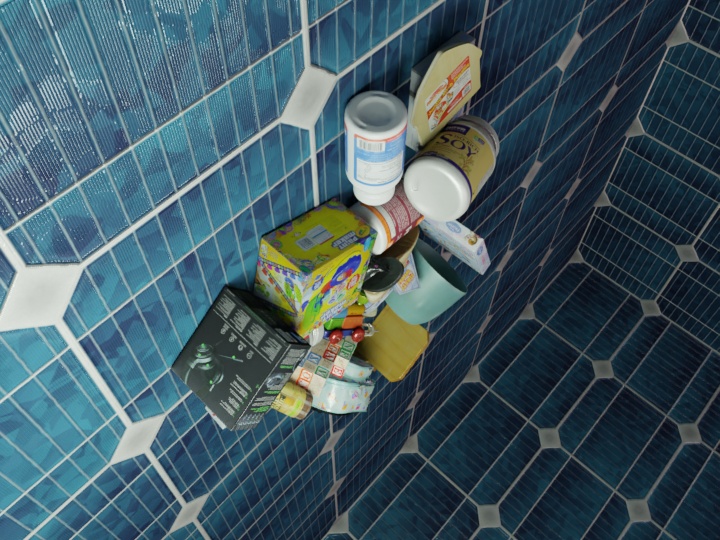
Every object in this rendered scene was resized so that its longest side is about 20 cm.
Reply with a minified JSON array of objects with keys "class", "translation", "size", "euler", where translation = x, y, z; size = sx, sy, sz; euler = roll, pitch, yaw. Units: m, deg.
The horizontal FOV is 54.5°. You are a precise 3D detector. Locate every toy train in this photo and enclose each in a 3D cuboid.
[{"class":"toy train","translation":[-0.007,0.089,1.548],"size":[0.198,0.085,0.117],"euler":[1,122,-47]}]

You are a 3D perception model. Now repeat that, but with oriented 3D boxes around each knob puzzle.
[{"class":"knob puzzle","translation":[0.155,-0.352,1.320],"size":[0.219,0.030,0.221],"euler":[-40,155,-22]}]

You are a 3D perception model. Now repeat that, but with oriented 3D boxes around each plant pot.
[{"class":"plant pot","translation":[0.150,0.040,1.801],"size":[0.161,0.201,0.200],"euler":[-46,160,15]}]

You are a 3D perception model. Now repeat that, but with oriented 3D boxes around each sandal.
[{"class":"sandal","translation":[-0.001,0.001,1.445],"size":[0.048,0.198,0.076],"euler":[35,65,-48]}]

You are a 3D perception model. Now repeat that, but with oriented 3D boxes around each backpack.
[{"class":"backpack","translation":[-0.069,0.277,1.733],"size":[0.199,0.174,0.156],"euler":[-2,109,-61]}]

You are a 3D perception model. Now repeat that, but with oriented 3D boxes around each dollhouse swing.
[{"class":"dollhouse swing","translation":[0.106,0.214,1.983],"size":[0.201,0.175,0.182],"euler":[-52,158,-3]}]

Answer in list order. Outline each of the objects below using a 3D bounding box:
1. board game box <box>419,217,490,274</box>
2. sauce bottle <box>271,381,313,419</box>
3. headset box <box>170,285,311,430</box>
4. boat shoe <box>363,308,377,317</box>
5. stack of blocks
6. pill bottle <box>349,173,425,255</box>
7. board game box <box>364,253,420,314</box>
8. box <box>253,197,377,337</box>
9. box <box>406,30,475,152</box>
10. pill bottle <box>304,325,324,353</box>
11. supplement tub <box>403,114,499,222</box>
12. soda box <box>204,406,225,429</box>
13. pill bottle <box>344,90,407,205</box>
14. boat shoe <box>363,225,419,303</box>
[{"class":"board game box","translation":[0.227,-0.086,1.745],"size":[0.041,0.199,0.200],"euler":[-52,159,-3]},{"class":"sauce bottle","translation":[-0.193,0.242,1.435],"size":[0.065,0.198,0.065],"euler":[-47,-154,32]},{"class":"headset box","translation":[-0.218,0.163,1.256],"size":[0.201,0.173,0.093],"euler":[-56,157,6]},{"class":"boat shoe","translation":[-0.019,0.074,1.677],"size":[0.199,0.073,0.067],"euler":[-1,111,-62]},{"class":"stack of blocks","translation":[-0.081,0.187,1.555],"size":[0.201,0.114,0.059],"euler":[-62,176,-57]},{"class":"pill bottle","translation":[0.070,-0.129,1.477],"size":[0.199,0.114,0.115],"euler":[-38,154,-32]},{"class":"board game box","translation":[0.051,0.004,1.604],"size":[0.200,0.061,0.201],"euler":[-47,130,-16]},{"class":"box","translation":[-0.091,0.001,1.342],"size":[0.199,0.122,0.194],"euler":[-34,152,-39]},{"class":"box","translation":[0.158,-0.357,1.413],"size":[0.156,0.041,0.201],"euler":[-42,156,-25]},{"class":"pill bottle","translation":[-0.165,0.142,1.417],"size":[0.199,0.110,0.112],"euler":[-23,144,-52]},{"class":"supplement tub","translation":[0.190,-0.212,1.425],"size":[0.201,0.144,0.146],"euler":[-52,162,-37]},{"class":"soda box","translation":[-0.233,0.251,1.498],"size":[0.199,0.064,0.068],"euler":[-29,156,-44]},{"class":"pill bottle","translation":[0.026,-0.214,1.267],"size":[0.112,0.112,0.201],"euler":[-42,157,-24]},{"class":"boat shoe","translation":[0.064,-0.021,1.519],"size":[0.201,0.071,0.065],"euler":[-55,159,-23]}]
